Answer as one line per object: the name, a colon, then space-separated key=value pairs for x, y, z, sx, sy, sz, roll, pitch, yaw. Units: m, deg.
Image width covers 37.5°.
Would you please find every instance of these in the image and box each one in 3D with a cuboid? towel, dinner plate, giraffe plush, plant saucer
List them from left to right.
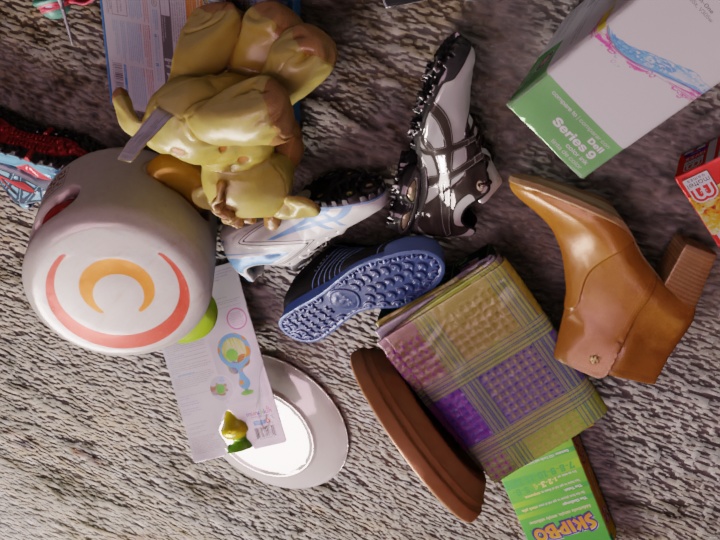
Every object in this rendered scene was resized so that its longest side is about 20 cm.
giraffe plush: x=-0.101 y=-0.114 z=0.930 sx=0.172 sy=0.200 sz=0.162 roll=38 pitch=165 yaw=39
dinner plate: x=-0.109 y=0.181 z=1.226 sx=0.199 sy=0.024 sz=0.201 roll=11 pitch=124 yaw=16
plant saucer: x=0.063 y=0.152 z=1.037 sx=0.037 sy=0.200 sz=0.200 roll=-37 pitch=104 yaw=7
towel: x=0.123 y=0.091 z=0.983 sx=0.143 sy=0.023 sz=0.200 roll=-34 pitch=106 yaw=15

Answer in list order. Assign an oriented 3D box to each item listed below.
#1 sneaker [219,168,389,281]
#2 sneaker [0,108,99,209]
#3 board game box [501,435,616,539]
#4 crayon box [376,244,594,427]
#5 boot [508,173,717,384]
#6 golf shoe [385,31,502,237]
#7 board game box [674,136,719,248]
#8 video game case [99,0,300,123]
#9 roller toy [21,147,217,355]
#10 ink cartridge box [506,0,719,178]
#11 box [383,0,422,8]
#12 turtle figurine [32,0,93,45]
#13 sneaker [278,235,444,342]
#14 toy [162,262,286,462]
sneaker: x=-0.049 y=-0.042 z=1.021 sx=0.199 sy=0.072 sz=0.073 roll=-18 pitch=114 yaw=35
sneaker: x=-0.369 y=-0.106 z=1.117 sx=0.199 sy=0.079 sz=0.096 roll=19 pitch=129 yaw=12
board game box: x=0.198 y=0.223 z=1.113 sx=0.095 sy=0.030 sz=0.201 roll=-11 pitch=113 yaw=30
crayon box: x=0.123 y=0.089 z=1.028 sx=0.127 sy=0.051 sz=0.200 roll=-29 pitch=107 yaw=21
boot: x=0.196 y=0.012 z=0.926 sx=0.200 sy=0.071 sz=0.145 roll=24 pitch=107 yaw=-1
golf shoe: x=0.085 y=-0.112 z=0.922 sx=0.094 sy=0.078 sz=0.201 roll=15 pitch=134 yaw=2
board game box: x=0.372 y=-0.037 z=0.851 sx=0.151 sy=0.046 sz=0.200 roll=-28 pitch=107 yaw=35
video game case: x=-0.150 y=-0.204 z=0.993 sx=0.199 sy=0.018 sz=0.144 roll=14 pitch=125 yaw=16
roller toy: x=-0.235 y=-0.024 z=1.056 sx=0.181 sy=0.140 sz=0.201 roll=0 pitch=129 yaw=-3
ink cartridge box: x=0.217 y=-0.177 z=0.747 sx=0.087 sy=0.145 sz=0.200 roll=42 pitch=137 yaw=-7
box: x=0.115 y=-0.258 z=0.778 sx=0.199 sy=0.117 sz=0.060 roll=-5 pitch=122 yaw=25
turtle figurine: x=-0.304 y=-0.297 z=0.948 sx=0.149 sy=0.101 sz=0.201 roll=-6 pitch=107 yaw=29
sneaker: x=0.000 y=0.000 z=1.017 sx=0.199 sy=0.078 sz=0.070 roll=-24 pitch=128 yaw=35
toy: x=-0.153 y=0.099 z=1.160 sx=0.115 sy=0.047 sz=0.201 roll=-15 pitch=89 yaw=18
